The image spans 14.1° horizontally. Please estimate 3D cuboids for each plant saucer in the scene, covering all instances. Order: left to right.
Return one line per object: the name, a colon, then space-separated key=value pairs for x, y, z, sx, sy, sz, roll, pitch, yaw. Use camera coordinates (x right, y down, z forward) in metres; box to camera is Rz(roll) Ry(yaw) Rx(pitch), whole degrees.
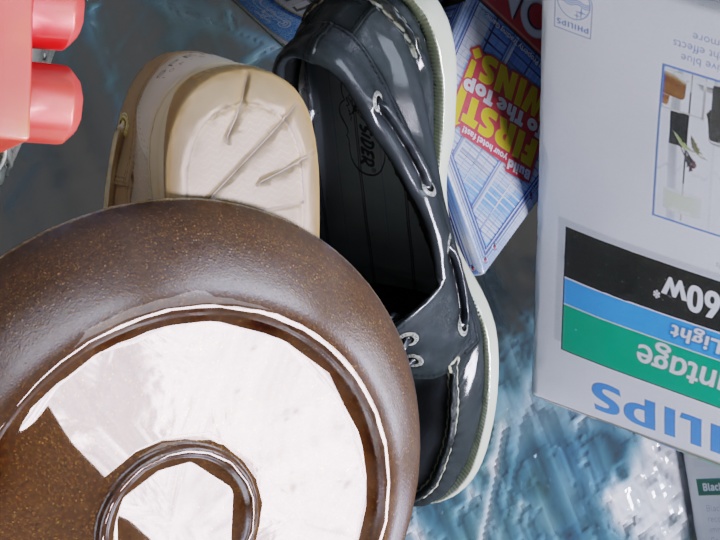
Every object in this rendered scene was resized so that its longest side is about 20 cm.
plant saucer: x=-0.064 y=0.077 z=0.931 sx=0.200 sy=0.032 sz=0.201 roll=-10 pitch=113 yaw=-25

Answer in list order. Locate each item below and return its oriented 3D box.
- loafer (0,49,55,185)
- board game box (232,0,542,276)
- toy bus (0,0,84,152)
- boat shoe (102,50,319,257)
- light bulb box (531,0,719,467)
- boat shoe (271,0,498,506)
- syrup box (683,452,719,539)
loafer: x=-0.132 y=-0.048 z=0.915 sx=0.070 sy=0.070 sz=0.200 roll=38 pitch=62 yaw=-32
board game box: x=0.029 y=-0.106 z=1.071 sx=0.200 sy=0.062 sz=0.200 roll=40 pitch=60 yaw=-31
toy bus: x=-0.174 y=-0.091 z=0.805 sx=0.192 sy=0.136 sz=0.201 roll=-1 pitch=84 yaw=-22
boat shoe: x=-0.052 y=0.022 z=0.976 sx=0.074 sy=0.069 sz=0.200 roll=-4 pitch=110 yaw=-26
light bulb box: x=0.163 y=-0.060 z=1.079 sx=0.198 sy=0.125 sz=0.200 roll=-45 pitch=145 yaw=-42
boat shoe: x=0.002 y=0.000 z=1.000 sx=0.066 sy=0.074 sz=0.200 roll=-40 pitch=136 yaw=-53
syrup box: x=0.194 y=0.126 z=1.179 sx=0.079 sy=0.081 sz=0.201 roll=-11 pitch=94 yaw=-43
